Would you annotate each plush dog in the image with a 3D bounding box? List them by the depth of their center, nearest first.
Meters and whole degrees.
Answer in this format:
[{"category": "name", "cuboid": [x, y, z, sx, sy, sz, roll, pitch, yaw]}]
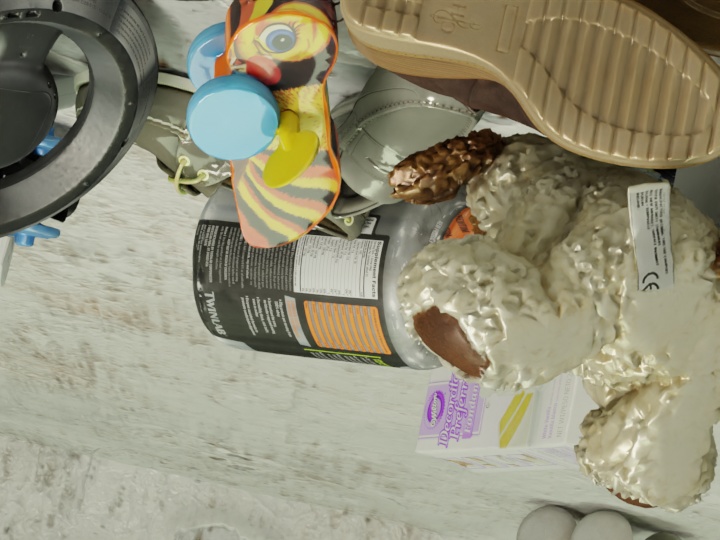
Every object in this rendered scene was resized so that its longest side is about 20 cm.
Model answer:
[{"category": "plush dog", "cuboid": [0.109, -0.008, 1.128, 0.200, 0.161, 0.172, 37, -173, -34]}]

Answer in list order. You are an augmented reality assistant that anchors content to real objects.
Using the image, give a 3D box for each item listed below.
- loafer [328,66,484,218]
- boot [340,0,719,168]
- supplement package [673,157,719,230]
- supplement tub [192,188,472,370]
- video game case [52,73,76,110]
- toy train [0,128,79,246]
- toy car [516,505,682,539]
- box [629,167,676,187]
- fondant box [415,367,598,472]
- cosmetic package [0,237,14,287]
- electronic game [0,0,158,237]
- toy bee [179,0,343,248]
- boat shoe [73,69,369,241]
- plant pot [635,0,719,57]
[{"category": "loafer", "cuboid": [0.022, -0.072, 1.342, 0.070, 0.070, 0.200, 15, 167, -12]}, {"category": "boot", "cuboid": [0.094, -0.097, 1.127, 0.200, 0.072, 0.166, 22, -175, 16]}, {"category": "supplement package", "cuboid": [0.270, -0.027, 1.207, 0.200, 0.110, 0.114, 17, 167, -16]}, {"category": "supplement tub", "cuboid": [0.000, 0.000, 1.558, 0.200, 0.123, 0.123, 6, 166, 29]}, {"category": "video game case", "cuboid": [-0.300, -0.110, 1.434, 0.200, 0.023, 0.182, 8, -168, 19]}, {"category": "toy train", "cuboid": [-0.277, -0.067, 1.580, 0.114, 0.087, 0.200, 9, 177, 35]}, {"category": "toy car", "cuboid": [0.281, 0.367, 2.809, 0.200, 0.150, 0.175, 0, 162, 45]}, {"category": "box", "cuboid": [0.211, -0.022, 1.326, 0.200, 0.040, 0.137, 15, -167, -11]}, {"category": "fondant box", "cuboid": [0.123, 0.063, 1.660, 0.058, 0.145, 0.200, 18, 166, -25]}, {"category": "cosmetic package", "cuboid": [-0.360, -0.050, 1.805, 0.200, 0.074, 0.102, 13, 167, -5]}, {"category": "electronic game", "cuboid": [-0.205, -0.090, 1.300, 0.200, 0.200, 0.042, 27, -155, -48]}, {"category": "toy bee", "cuboid": [-0.040, -0.099, 1.209, 0.109, 0.131, 0.200, -15, 150, 10]}, {"category": "boat shoe", "cuboid": [-0.083, -0.072, 1.464, 0.201, 0.060, 0.072, 16, 167, -17]}, {"category": "plant pot", "cuboid": [0.171, -0.130, 1.048, 0.200, 0.028, 0.200, 13, 168, 3]}]
